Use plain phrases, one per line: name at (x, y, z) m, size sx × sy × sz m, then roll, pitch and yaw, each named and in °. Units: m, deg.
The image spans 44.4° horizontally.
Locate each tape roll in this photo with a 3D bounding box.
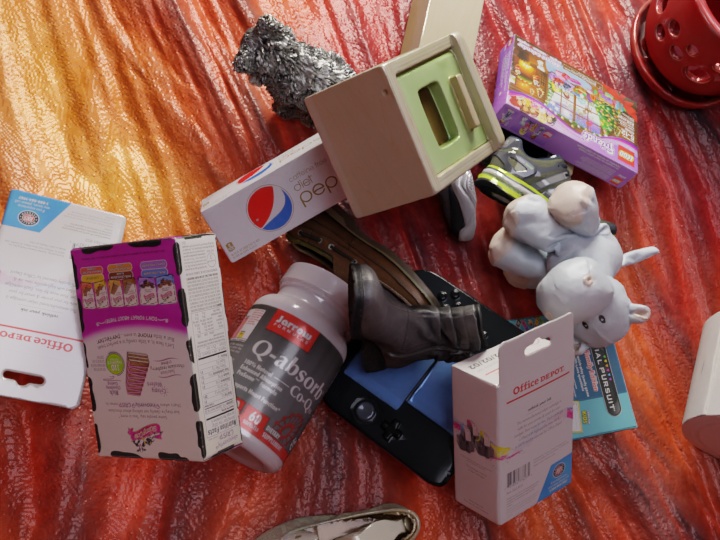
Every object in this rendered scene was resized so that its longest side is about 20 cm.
tape roll at (0.497, 0.150, 1.044) m, size 0.202 × 0.203 × 0.140 m, roll 24°, pitch 69°, yaw -10°

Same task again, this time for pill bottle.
pill bottle at (-0.085, 0.097, 0.918) m, size 0.116 × 0.116 × 0.200 m, roll 34°, pitch 67°, yaw -6°

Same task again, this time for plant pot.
plant pot at (0.476, -0.327, 1.186) m, size 0.200 × 0.182 × 0.201 m, roll 5°, pitch 73°, yaw -17°

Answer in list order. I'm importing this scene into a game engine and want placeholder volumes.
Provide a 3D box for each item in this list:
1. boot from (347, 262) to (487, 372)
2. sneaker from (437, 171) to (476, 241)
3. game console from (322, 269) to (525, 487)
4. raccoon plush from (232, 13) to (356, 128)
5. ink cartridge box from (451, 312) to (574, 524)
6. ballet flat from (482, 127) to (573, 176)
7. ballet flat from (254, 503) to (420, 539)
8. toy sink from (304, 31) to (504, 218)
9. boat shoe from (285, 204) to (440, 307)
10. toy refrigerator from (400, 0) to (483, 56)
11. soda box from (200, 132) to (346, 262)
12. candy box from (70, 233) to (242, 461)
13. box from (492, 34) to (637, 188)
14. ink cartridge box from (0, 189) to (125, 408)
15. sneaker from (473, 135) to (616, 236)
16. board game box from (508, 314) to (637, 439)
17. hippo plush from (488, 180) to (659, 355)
boot at (0.059, 0.045, 0.880) m, size 0.131 × 0.200 × 0.070 m, roll -4°, pitch 67°, yaw 8°
sneaker at (0.074, -0.126, 1.061) m, size 0.113 × 0.075 × 0.201 m, roll -11°, pitch 102°, yaw 8°
game console at (0.073, 0.110, 0.970) m, size 0.177 × 0.031 × 0.200 m, roll 33°, pitch 72°, yaw 21°
raccoon plush at (-0.045, -0.219, 0.983) m, size 0.199 × 0.134 × 0.097 m, roll 16°, pitch 86°, yaw 22°
ink cartridge box at (0.157, 0.141, 0.902) m, size 0.115 × 0.068 × 0.201 m, roll -18°, pitch 115°, yaw -35°
ballet flat at (0.182, -0.159, 1.111) m, size 0.199 × 0.057 × 0.067 m, roll 21°, pitch 67°, yaw -11°
ballet flat at (-0.030, 0.281, 0.912) m, size 0.199 × 0.062 × 0.068 m, roll -14°, pitch 79°, yaw -21°
toy sink at (0.062, -0.158, 0.899) m, size 0.200 × 0.112 × 0.131 m, roll -36°, pitch 107°, yaw -48°
boat shoe at (0.000, 0.000, 0.981) m, size 0.068 × 0.072 × 0.200 m, roll -44°, pitch 62°, yaw -12°
toy refrigerator at (0.106, -0.325, 1.131) m, size 0.076 × 0.070 × 0.201 m, roll 19°, pitch 70°, yaw -19°
soda box at (-0.072, -0.092, 0.957) m, size 0.200 × 0.064 × 0.068 m, roll -30°, pitch 109°, yaw 0°
candy box at (-0.190, 0.071, 0.820) m, size 0.061 × 0.136 × 0.201 m, roll -12°, pitch 97°, yaw -58°
box at (0.266, -0.205, 1.134) m, size 0.200 × 0.039 × 0.137 m, roll 24°, pitch 52°, yaw -15°
ink cartridge box at (-0.315, 0.034, 0.880) m, size 0.115 × 0.068 × 0.201 m, roll 14°, pitch 70°, yaw -15°
sneaker at (0.241, -0.096, 1.085) m, size 0.200 × 0.074 × 0.081 m, roll 26°, pitch 88°, yaw -20°
board game box at (0.213, 0.131, 1.042) m, size 0.199 × 0.047 × 0.152 m, roll -6°, pitch 76°, yaw -20°
hippo plush at (0.236, 0.019, 1.005) m, size 0.200 × 0.159 × 0.161 m, roll 36°, pitch 40°, yaw -35°
